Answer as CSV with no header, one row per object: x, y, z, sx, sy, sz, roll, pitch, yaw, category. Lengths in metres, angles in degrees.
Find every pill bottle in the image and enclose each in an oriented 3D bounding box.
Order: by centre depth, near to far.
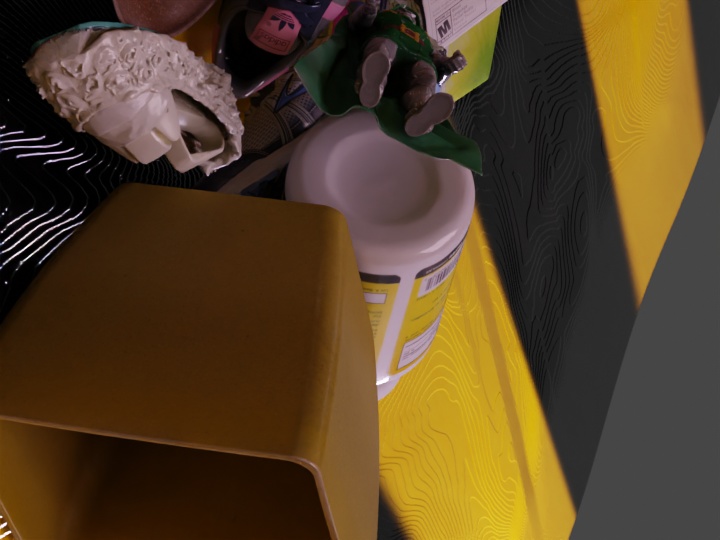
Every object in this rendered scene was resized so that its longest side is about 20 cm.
0.000,0.000,1.361,0.200,0.112,0.113,104,12,-56,pill bottle

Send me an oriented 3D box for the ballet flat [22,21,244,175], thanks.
-0.108,-0.087,1.181,0.200,0.071,0.072,7,99,-71,ballet flat

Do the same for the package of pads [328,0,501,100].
0.041,-0.187,1.544,0.200,0.068,0.155,-40,142,-60,package of pads

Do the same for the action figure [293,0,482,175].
0.021,-0.121,1.279,0.055,0.118,0.200,-54,-169,15,action figure

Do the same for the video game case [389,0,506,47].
0.088,-0.260,1.419,0.200,0.036,0.182,-39,139,-26,video game case

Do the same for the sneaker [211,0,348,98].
-0.027,-0.164,1.238,0.200,0.070,0.082,-50,-163,55,sneaker

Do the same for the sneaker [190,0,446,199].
-0.042,-0.096,1.385,0.200,0.085,0.077,-39,161,-24,sneaker

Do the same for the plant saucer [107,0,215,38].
-0.091,-0.219,1.166,0.201,0.037,0.201,-56,161,-31,plant saucer

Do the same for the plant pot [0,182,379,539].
-0.085,0.065,1.227,0.200,0.199,0.177,77,24,-55,plant pot
